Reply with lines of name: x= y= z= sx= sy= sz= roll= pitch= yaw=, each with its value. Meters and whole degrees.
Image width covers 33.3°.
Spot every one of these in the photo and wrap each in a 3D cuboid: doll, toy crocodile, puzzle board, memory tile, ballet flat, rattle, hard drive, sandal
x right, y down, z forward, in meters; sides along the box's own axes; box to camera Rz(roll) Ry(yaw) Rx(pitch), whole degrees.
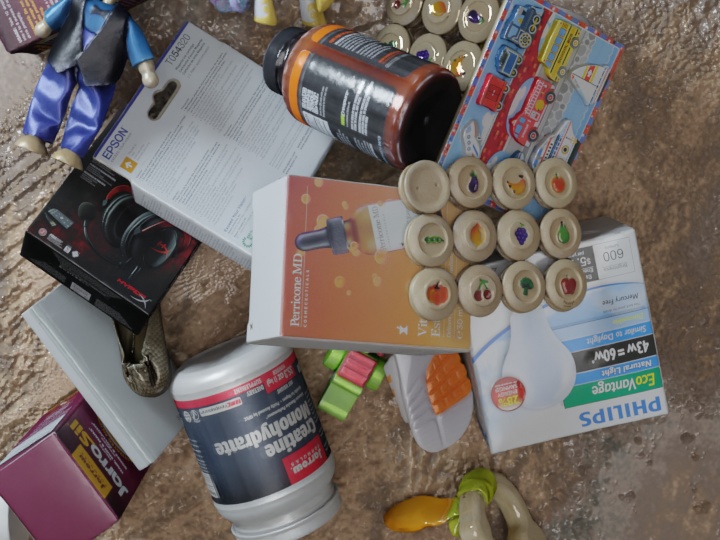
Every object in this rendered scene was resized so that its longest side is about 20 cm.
doll: x=-0.257 y=-0.200 z=1.153 sx=0.135 sy=0.048 sz=0.202 roll=20 pitch=91 yaw=8
toy crocodile: x=0.015 y=0.074 z=1.315 sx=0.067 sy=0.062 sz=0.201 roll=32 pitch=98 yaw=-6
puzzle board: x=0.167 y=-0.156 z=1.184 sx=0.149 sy=0.017 sz=0.202 roll=20 pitch=97 yaw=-28
memory tile: x=0.131 y=-0.033 z=1.159 sx=0.198 sy=0.017 sz=0.156 roll=-3 pitch=87 yaw=-25
ballet flat: x=-0.242 y=0.037 z=1.271 sx=0.067 sy=0.046 sz=0.202 roll=-20 pitch=69 yaw=19
memory tile: x=0.075 y=-0.241 z=1.227 sx=0.152 sy=0.017 sz=0.202 roll=23 pitch=101 yaw=40
rattle: x=0.144 y=0.323 z=1.360 sx=0.142 sy=0.131 sz=0.200 roll=-36 pitch=126 yaw=16
hard drive: x=-0.259 y=0.096 z=1.280 sx=0.026 sy=0.132 sz=0.201 roll=-31 pitch=100 yaw=27
sandal: x=0.059 y=0.086 z=1.274 sx=0.078 sy=0.059 sz=0.209 roll=-17 pitch=93 yaw=-21

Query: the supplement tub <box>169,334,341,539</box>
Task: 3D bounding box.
supplement tub: x=-0.110 y=0.179 z=1.291 sx=0.139 sy=0.140 sz=0.202 roll=-20 pitch=100 yaw=3

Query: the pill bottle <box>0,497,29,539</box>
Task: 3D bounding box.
pill bottle: x=-0.470 y=0.271 z=1.315 sx=0.197 sy=0.116 sz=0.118 roll=-2 pitch=100 yaw=-1

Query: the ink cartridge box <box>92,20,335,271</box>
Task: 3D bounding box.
ink cartridge box: x=-0.143 y=-0.128 z=1.237 sx=0.199 sy=0.043 sz=0.198 roll=31 pitch=62 yaw=-5

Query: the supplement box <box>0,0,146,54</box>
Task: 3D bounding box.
supplement box: x=-0.275 y=-0.298 z=1.220 sx=0.198 sy=0.110 sz=0.086 roll=-25 pitch=99 yaw=3

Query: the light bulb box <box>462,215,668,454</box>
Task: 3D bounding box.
light bulb box: x=0.204 y=0.066 z=1.285 sx=0.196 sy=0.125 sz=0.203 roll=-13 pitch=99 yaw=1

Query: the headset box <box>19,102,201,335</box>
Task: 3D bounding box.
headset box: x=-0.231 y=-0.062 z=1.243 sx=0.148 sy=0.075 sz=0.201 roll=35 pitch=63 yaw=-6

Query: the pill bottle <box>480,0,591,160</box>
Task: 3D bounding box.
pill bottle: x=0.156 y=-0.176 z=1.247 sx=0.113 sy=0.114 sz=0.202 roll=17 pitch=100 yaw=-4

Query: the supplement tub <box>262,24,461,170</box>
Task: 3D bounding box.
supplement tub: x=-0.004 y=-0.179 z=1.190 sx=0.199 sy=0.107 sz=0.108 roll=29 pitch=101 yaw=32

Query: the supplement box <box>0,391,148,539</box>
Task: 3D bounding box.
supplement box: x=-0.292 y=0.201 z=1.253 sx=0.085 sy=0.200 sz=0.111 roll=-33 pitch=99 yaw=7

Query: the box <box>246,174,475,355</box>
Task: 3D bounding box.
box: x=0.000 y=0.000 z=1.167 sx=0.198 sy=0.106 sz=0.154 roll=5 pitch=83 yaw=-23

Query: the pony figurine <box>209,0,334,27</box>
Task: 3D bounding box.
pony figurine: x=-0.091 y=-0.353 z=1.206 sx=0.191 sy=0.167 sz=0.202 roll=6 pitch=109 yaw=-18
